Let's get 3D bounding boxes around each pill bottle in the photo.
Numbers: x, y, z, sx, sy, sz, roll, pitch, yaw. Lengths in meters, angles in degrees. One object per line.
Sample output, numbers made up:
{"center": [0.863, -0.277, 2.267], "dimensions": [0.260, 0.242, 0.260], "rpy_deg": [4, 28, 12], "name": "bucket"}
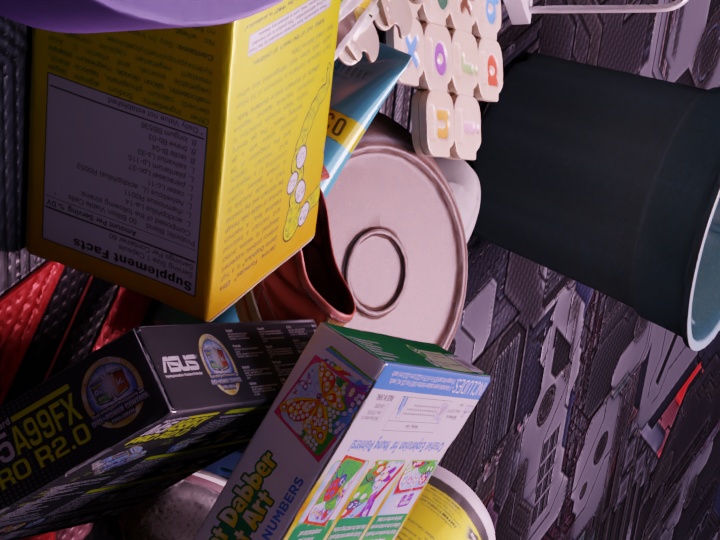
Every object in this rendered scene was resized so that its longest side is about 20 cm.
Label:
{"center": [0.007, 0.235, 1.492], "dimensions": [0.200, 0.112, 0.113], "rpy_deg": [-47, 149, -45], "name": "pill bottle"}

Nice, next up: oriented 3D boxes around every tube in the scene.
{"center": [-0.049, -0.047, 1.170], "dimensions": [0.200, 0.077, 0.050], "rpy_deg": [-63, 167, -8], "name": "tube"}

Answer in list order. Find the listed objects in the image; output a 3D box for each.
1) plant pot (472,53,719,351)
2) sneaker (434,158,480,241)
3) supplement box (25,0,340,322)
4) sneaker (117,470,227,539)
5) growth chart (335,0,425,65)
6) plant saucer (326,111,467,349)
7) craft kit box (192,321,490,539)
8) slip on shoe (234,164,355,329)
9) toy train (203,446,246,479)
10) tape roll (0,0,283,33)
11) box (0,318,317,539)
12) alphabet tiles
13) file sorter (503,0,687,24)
{"center": [0.195, -0.067, 1.567], "dimensions": [0.200, 0.196, 0.201], "rpy_deg": [-51, 153, -39], "name": "plant pot"}
{"center": [0.024, -0.041, 1.341], "dimensions": [0.200, 0.073, 0.085], "rpy_deg": [-42, 148, -48], "name": "sneaker"}
{"center": [-0.082, -0.097, 0.984], "dimensions": [0.109, 0.109, 0.201], "rpy_deg": [-40, 144, -52], "name": "supplement box"}
{"center": [-0.066, 0.207, 1.207], "dimensions": [0.076, 0.116, 0.200], "rpy_deg": [-32, 126, 8], "name": "sneaker"}
{"center": [-0.024, -0.174, 1.108], "dimensions": [0.200, 0.018, 0.145], "rpy_deg": [-38, 119, -53], "name": "growth chart"}
{"center": [0.000, 0.000, 1.252], "dimensions": [0.200, 0.034, 0.201], "rpy_deg": [-3, 94, -44], "name": "plant saucer"}
{"center": [-0.022, 0.125, 1.073], "dimensions": [0.198, 0.048, 0.200], "rpy_deg": [-62, 162, 4], "name": "craft kit box"}
{"center": [-0.047, -0.055, 1.101], "dimensions": [0.074, 0.061, 0.201], "rpy_deg": [-31, 108, -69], "name": "slip on shoe"}
{"center": [-0.036, 0.139, 1.347], "dimensions": [0.200, 0.086, 0.115], "rpy_deg": [-25, 126, -61], "name": "toy train"}
{"center": [-0.089, -0.192, 0.790], "dimensions": [0.199, 0.085, 0.201], "rpy_deg": [-3, 94, -38], "name": "tape roll"}
{"center": [-0.116, 0.080, 1.016], "dimensions": [0.160, 0.044, 0.200], "rpy_deg": [-31, 169, 20], "name": "box"}
{"center": [0.050, -0.169, 1.284], "dimensions": [0.195, 0.015, 0.201], "rpy_deg": [-4, 92, -67], "name": "alphabet tiles"}
{"center": [0.144, -0.265, 1.319], "dimensions": [0.200, 0.124, 0.139], "rpy_deg": [57, 37, -64], "name": "file sorter"}
